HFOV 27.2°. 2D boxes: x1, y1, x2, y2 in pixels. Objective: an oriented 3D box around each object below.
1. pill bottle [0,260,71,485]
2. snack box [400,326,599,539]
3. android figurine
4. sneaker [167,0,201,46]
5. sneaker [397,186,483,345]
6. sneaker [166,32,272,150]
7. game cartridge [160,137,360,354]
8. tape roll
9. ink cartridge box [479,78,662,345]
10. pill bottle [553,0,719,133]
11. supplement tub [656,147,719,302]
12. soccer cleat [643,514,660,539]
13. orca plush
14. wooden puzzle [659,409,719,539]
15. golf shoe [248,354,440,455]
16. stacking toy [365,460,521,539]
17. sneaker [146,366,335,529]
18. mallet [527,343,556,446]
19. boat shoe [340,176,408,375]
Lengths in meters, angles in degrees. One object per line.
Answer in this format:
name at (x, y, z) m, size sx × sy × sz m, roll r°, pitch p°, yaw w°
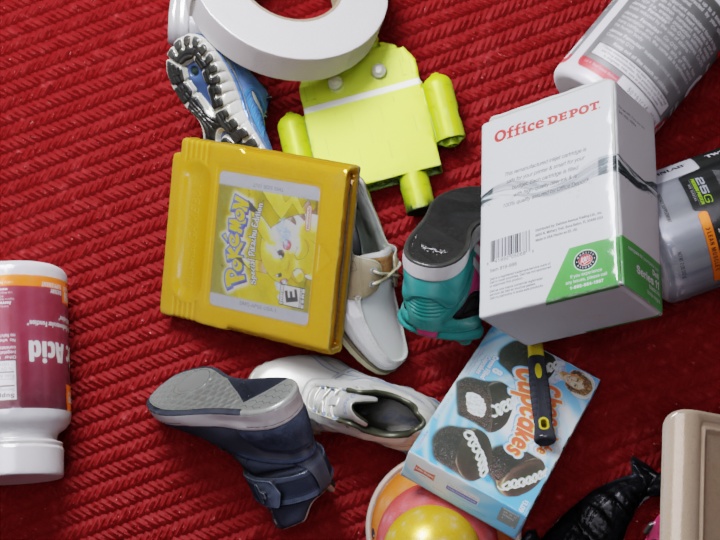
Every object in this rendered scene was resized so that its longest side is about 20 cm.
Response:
pill bottle at (-0.334, 0.100, 1.423) m, size 0.113 × 0.114 × 0.202 m, roll -5°, pitch 78°, yaw 5°
snack box at (0.130, 0.140, 1.341) m, size 0.116 × 0.037 × 0.200 m, roll 27°, pitch 42°, yaw 11°
android figurine at (0.009, -0.145, 1.475) m, size 0.180 × 0.041 × 0.202 m, roll -13°, pitch 79°, yaw 4°
sneaker at (-0.143, -0.321, 1.522) m, size 0.088 × 0.075 × 0.202 m, roll 7°, pitch 84°, yaw -5°
sneaker at (0.092, 0.005, 1.397) m, size 0.083 × 0.200 × 0.122 m, roll 16°, pitch 120°, yaw 20°
sneaker at (-0.113, -0.144, 1.465) m, size 0.078 × 0.089 × 0.202 m, roll -16°, pitch 98°, yaw 35°
game cartridge at (-0.099, -0.026, 1.406) m, size 0.198 × 0.032 × 0.178 m, roll 11°, pitch 101°, yaw 27°
tape roll at (-0.072, -0.275, 1.454) m, size 0.201 × 0.037 × 0.204 m, roll 8°, pitch 58°, yaw -12°
ink cartridge box at (0.186, -0.051, 1.328) m, size 0.146 × 0.083 × 0.202 m, roll -15°, pitch 61°, yaw 36°
pill bottle at (0.288, -0.226, 1.422) m, size 0.114 × 0.114 × 0.200 m, roll 39°, pitch 85°, yaw 13°
supplement tub at (0.355, -0.057, 1.374) m, size 0.198 × 0.123 × 0.123 m, roll -20°, pitch 76°, yaw 2°
soccer cleat at (0.285, 0.315, 1.330) m, size 0.086 × 0.070 × 0.202 m, roll 9°, pitch 89°, yaw -15°
orca plush at (0.210, 0.258, 1.348) m, size 0.199 × 0.071 × 0.106 m, roll -37°, pitch 77°, yaw -2°
wooden puzzle at (0.343, 0.227, 1.320) m, size 0.199 × 0.037 × 0.187 m, roll 11°, pitch 76°, yaw -29°
golf shoe at (-0.017, 0.120, 1.392) m, size 0.198 × 0.097 × 0.079 m, roll 11°, pitch 81°, yaw 10°
stacking toy at (0.062, 0.243, 1.293) m, size 0.145 × 0.200 × 0.148 m, roll 0°, pitch 92°, yaw 10°
sneaker at (-0.110, 0.169, 1.402) m, size 0.201 × 0.147 × 0.077 m, roll 4°, pitch 38°, yaw 45°
mallet at (0.151, 0.075, 1.367) m, size 0.065 × 0.041 × 0.201 m, roll 3°, pitch 47°, yaw 7°
boat shoe at (0.000, 0.000, 1.406) m, size 0.068 × 0.075 × 0.201 m, roll -25°, pitch 90°, yaw 35°
